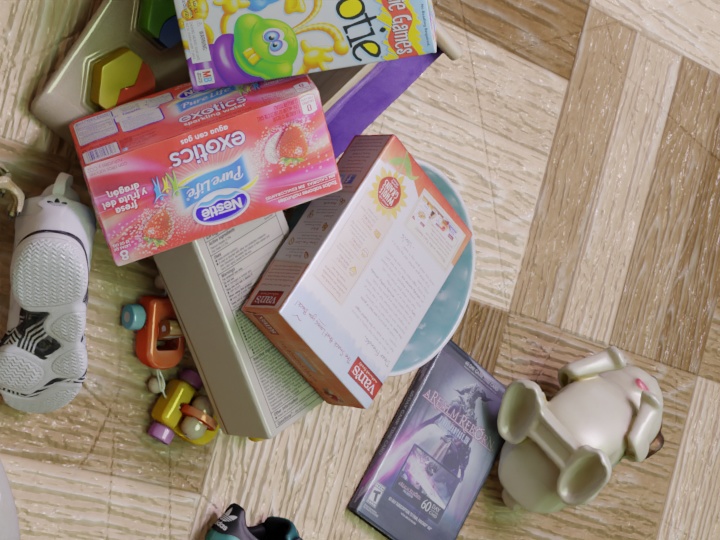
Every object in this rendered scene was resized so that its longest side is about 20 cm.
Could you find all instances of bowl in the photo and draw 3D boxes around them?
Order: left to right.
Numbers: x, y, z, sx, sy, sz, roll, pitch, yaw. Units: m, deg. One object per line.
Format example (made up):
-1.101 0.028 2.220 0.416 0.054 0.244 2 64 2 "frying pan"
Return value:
0.001 -0.009 1.647 0.199 0.104 0.203 -8 103 -40 "bowl"

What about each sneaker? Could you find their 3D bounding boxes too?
-0.254 0.019 1.450 0.074 0.116 0.201 8 132 -8 "sneaker"
-0.064 0.281 1.663 0.199 0.071 0.081 30 82 -38 "sneaker"

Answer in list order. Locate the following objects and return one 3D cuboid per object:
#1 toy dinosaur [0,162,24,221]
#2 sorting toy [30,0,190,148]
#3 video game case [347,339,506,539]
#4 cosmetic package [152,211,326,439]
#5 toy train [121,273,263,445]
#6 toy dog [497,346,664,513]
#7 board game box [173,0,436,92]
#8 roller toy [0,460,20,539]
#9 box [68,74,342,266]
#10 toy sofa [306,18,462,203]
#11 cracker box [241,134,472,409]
-0.317 -0.079 1.399 0.101 0.058 0.202 31 77 -38 "toy dinosaur"
-0.157 -0.164 1.506 0.185 0.036 0.201 39 85 -37 "sorting toy"
0.080 0.187 1.804 0.143 0.019 0.201 40 72 -37 "video game case"
-0.099 0.034 1.533 0.103 0.073 0.202 -32 110 -37 "cosmetic package"
-0.124 0.086 1.590 0.199 0.055 0.152 7 93 -40 "toy train"
0.247 0.173 1.860 0.199 0.139 0.195 -26 144 -42 "toy dog"
-0.044 -0.223 1.425 0.198 0.103 0.106 -9 114 5 "board game box"
-0.354 0.184 1.327 0.139 0.182 0.202 -18 109 -36 "roller toy"
-0.128 -0.094 1.448 0.198 0.103 0.095 -20 120 -8 "box"
-0.006 -0.155 1.575 0.200 0.098 0.083 -44 127 5 "toy sofa"
0.000 0.000 1.534 0.134 0.057 0.201 49 60 -32 "cracker box"
